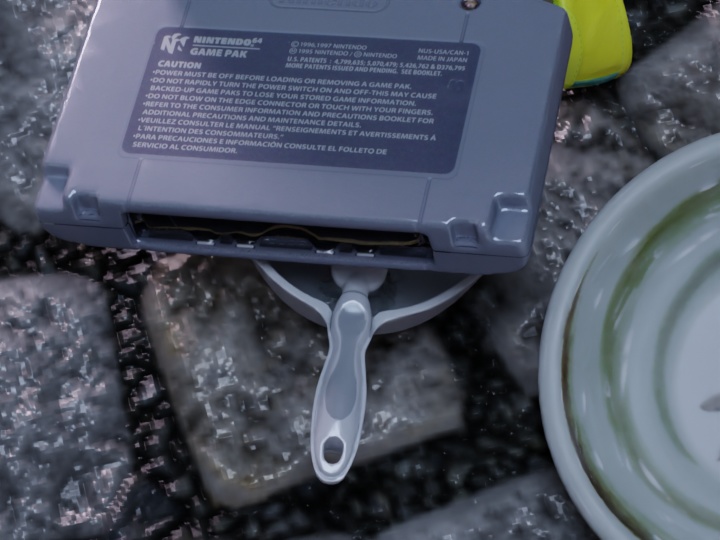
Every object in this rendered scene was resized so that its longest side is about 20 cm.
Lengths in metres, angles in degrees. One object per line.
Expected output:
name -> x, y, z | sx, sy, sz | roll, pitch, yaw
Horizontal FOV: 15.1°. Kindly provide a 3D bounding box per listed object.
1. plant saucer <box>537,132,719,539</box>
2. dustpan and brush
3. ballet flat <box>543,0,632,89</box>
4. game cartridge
plant saucer -> 0.171, 0.042, 1.074 | 0.199, 0.050, 0.201 | -3, 74, 12
dustpan and brush -> 0.000, 0.000, 1.091 | 0.139, 0.057, 0.201 | 9, 65, 0
ballet flat -> 0.081, -0.168, 1.180 | 0.067, 0.067, 0.201 | 4, 66, -26
game cartridge -> -0.019, -0.065, 1.090 | 0.199, 0.041, 0.133 | 5, 59, 14
